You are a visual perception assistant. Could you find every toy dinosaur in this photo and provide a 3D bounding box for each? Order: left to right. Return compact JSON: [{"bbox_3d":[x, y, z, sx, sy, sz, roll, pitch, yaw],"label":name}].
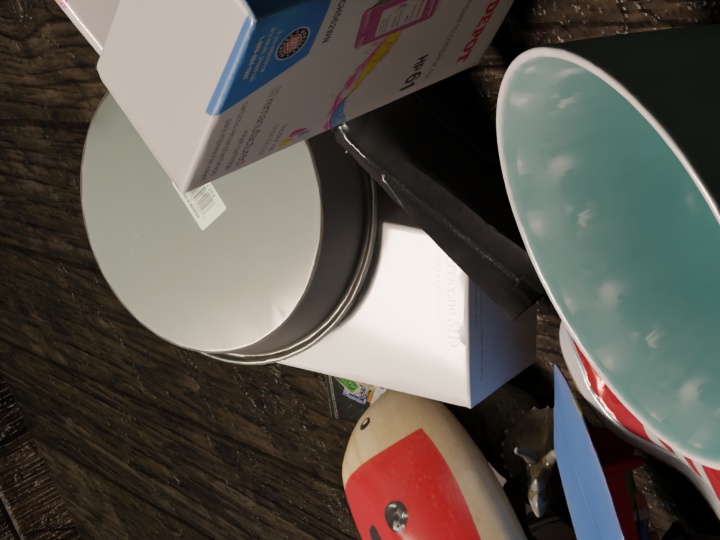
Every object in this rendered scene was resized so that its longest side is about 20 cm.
[{"bbox_3d":[0.095,0.108,1.468,0.200,0.076,0.103,-137,37,-56],"label":"toy dinosaur"}]

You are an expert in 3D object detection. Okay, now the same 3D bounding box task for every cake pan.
[{"bbox_3d":[-0.082,-0.042,1.321,0.199,0.037,0.202,7,103,32],"label":"cake pan"}]

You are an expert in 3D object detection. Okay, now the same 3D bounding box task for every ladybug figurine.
[{"bbox_3d":[0.049,0.166,1.430,0.201,0.071,0.136,60,159,21],"label":"ladybug figurine"}]

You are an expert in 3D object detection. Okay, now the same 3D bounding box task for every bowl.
[{"bbox_3d":[0.156,-0.027,1.011,0.201,0.105,0.201,52,160,27],"label":"bowl"}]

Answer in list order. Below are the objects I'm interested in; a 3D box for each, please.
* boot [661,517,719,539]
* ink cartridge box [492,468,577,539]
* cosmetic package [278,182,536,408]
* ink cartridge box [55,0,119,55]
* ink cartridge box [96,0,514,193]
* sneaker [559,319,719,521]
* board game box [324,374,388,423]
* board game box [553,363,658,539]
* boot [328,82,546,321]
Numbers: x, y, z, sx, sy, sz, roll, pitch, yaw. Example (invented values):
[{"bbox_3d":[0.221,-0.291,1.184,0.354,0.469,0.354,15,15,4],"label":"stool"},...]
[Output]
[{"bbox_3d":[0.207,0.204,1.302,0.132,0.069,0.200,65,156,14],"label":"boot"},{"bbox_3d":[0.099,0.221,1.567,0.200,0.084,0.146,44,155,42],"label":"ink cartridge box"},{"bbox_3d":[0.000,0.000,1.356,0.199,0.085,0.109,11,114,33],"label":"cosmetic package"},{"bbox_3d":[-0.178,-0.215,1.573,0.200,0.087,0.145,50,-179,-12],"label":"ink cartridge box"},{"bbox_3d":[-0.012,-0.140,1.122,0.085,0.199,0.145,53,147,16],"label":"ink cartridge box"},{"bbox_3d":[0.177,0.066,1.144,0.200,0.071,0.113,47,162,21],"label":"sneaker"},{"bbox_3d":[0.021,0.035,1.520,0.104,0.024,0.201,12,140,17],"label":"board game box"},{"bbox_3d":[0.145,0.138,1.257,0.200,0.039,0.159,81,173,-63],"label":"board game box"},{"bbox_3d":[0.050,-0.084,1.258,0.200,0.165,0.066,38,135,1],"label":"boot"}]
